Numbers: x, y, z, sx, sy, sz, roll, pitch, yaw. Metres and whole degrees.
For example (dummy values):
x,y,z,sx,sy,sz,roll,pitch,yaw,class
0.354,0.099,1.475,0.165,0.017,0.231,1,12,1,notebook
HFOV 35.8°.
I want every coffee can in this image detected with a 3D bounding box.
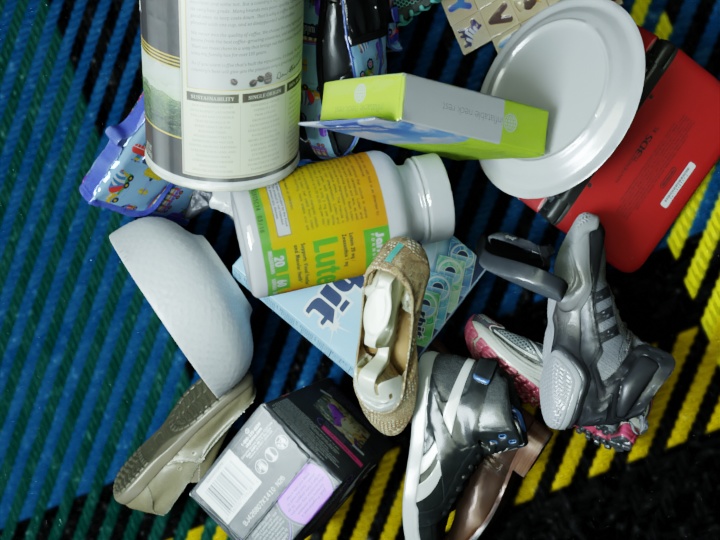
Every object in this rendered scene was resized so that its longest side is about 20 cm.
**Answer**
x,y,z,sx,sy,sz,roll,pitch,yaw,class
-0.121,-0.192,0.977,0.144,0.147,0.203,13,122,15,coffee can

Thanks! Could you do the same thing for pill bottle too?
x,y,z,sx,sy,sz,roll,pitch,yaw,class
-0.016,-0.049,1.045,0.197,0.111,0.113,-13,87,-9,pill bottle

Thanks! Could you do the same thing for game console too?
x,y,z,sx,sy,sz,roll,pitch,yaw,class
0.247,-0.132,1.107,0.171,0.119,0.201,31,101,-18,game console

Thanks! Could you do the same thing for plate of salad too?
x,y,z,sx,sy,sz,roll,pitch,yaw,class
0.189,-0.162,1.059,0.199,0.048,0.203,-23,57,42,plate of salad

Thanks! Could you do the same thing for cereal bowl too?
x,y,z,sx,sy,sz,roll,pitch,yaw,class
-0.171,0.025,1.148,0.083,0.200,0.201,-35,81,-8,cereal bowl

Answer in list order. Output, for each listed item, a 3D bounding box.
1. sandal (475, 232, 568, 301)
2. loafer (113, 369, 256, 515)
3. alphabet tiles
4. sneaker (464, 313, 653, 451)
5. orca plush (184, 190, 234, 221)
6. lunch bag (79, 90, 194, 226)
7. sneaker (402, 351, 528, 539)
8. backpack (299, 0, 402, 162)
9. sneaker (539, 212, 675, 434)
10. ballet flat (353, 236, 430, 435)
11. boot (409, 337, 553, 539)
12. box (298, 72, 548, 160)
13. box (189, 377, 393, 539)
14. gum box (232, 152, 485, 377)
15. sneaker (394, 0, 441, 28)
x,y,z,sx,sy,sz,roll,pitch,yaw,class
0.146,-0.016,1.045,0.075,0.200,0.043,22,99,-10,sandal
-0.182,0.186,1.212,0.200,0.076,0.067,-43,118,4,loafer
0.170,-0.308,1.115,0.198,0.006,0.169,-26,79,22,alphabet tiles
0.192,0.099,1.103,0.198,0.081,0.075,30,71,13,sneaker
-0.089,-0.031,1.174,0.197,0.071,0.107,15,78,-10,orca plush
-0.206,-0.134,1.143,0.094,0.200,0.151,42,102,12,lunch bag
0.103,0.183,1.061,0.110,0.073,0.204,4,94,18,sneaker
-0.047,-0.216,1.099,0.180,0.134,0.203,4,115,36,backpack
0.232,0.052,1.036,0.112,0.076,0.204,9,80,-2,sneaker
0.019,0.068,1.012,0.070,0.065,0.203,15,115,26,ballet flat
0.071,0.174,1.143,0.199,0.064,0.188,36,100,15,boot
0.058,-0.137,1.005,0.121,0.198,0.049,5,88,53,box
-0.062,0.195,1.107,0.106,0.200,0.123,43,101,11,box
0.000,0.000,1.115,0.199,0.045,0.170,40,75,4,gum box
0.042,-0.282,1.141,0.197,0.077,0.093,12,110,26,sneaker
